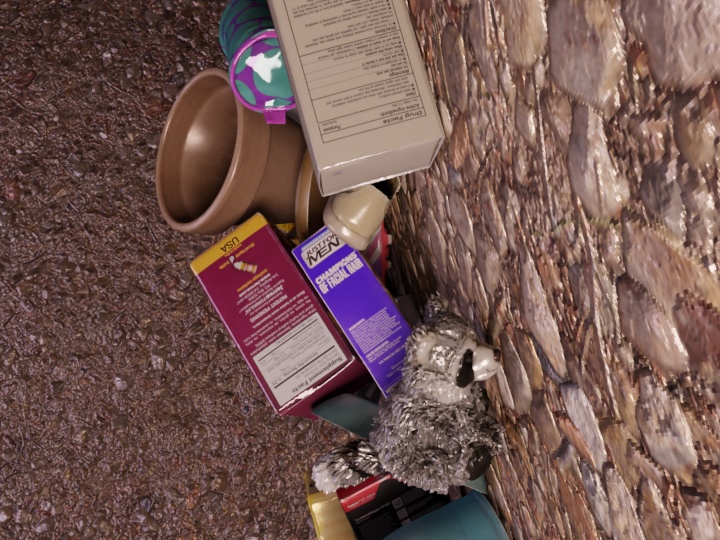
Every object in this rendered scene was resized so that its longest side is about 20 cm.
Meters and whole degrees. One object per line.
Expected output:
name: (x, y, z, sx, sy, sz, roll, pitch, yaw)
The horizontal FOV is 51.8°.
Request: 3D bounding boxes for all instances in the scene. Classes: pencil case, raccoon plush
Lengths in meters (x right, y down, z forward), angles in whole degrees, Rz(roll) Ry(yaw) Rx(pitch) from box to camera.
pencil case: (-0.105, -0.234, 0.798, 0.200, 0.084, 0.093, -113, 25, -58)
raccoon plush: (0.024, 0.109, 0.599, 0.135, 0.199, 0.097, 62, -171, -20)

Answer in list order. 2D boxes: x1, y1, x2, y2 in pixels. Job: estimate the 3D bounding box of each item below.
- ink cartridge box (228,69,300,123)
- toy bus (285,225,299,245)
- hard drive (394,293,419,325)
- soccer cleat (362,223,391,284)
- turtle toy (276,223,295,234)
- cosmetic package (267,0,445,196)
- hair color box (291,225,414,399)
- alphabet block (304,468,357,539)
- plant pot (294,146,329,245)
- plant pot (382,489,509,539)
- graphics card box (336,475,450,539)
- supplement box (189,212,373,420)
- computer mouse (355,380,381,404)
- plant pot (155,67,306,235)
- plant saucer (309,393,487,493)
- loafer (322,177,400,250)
ink cartridge box: (-0.093, -0.231, 1.003, 0.200, 0.144, 0.048, 88, 175, -66)
toy bus: (-0.046, 0.033, 1.033, 0.078, 0.065, 0.202, -63, -36, -62)
hard drive: (0.078, 0.143, 0.928, 0.132, 0.026, 0.201, 92, 162, -72)
soccer cleat: (0.000, 0.000, 0.935, 0.067, 0.076, 0.202, -113, 20, -80)
turtle toy: (-0.046, -0.089, 1.073, 0.146, 0.100, 0.201, -50, -39, -39)
cosmetic package: (-0.012, -0.174, 0.594, 0.087, 0.102, 0.202, 102, 154, -82)
hair color box: (0.015, 0.053, 0.781, 0.201, 0.065, 0.109, 54, -179, 21)
alphabet block: (0.033, 0.390, 1.145, 0.195, 0.198, 0.198, 136, 118, -84)
plant pot: (-0.038, -0.093, 0.908, 0.200, 0.027, 0.202, 9, -90, -74)
plant pot: (0.066, 0.349, 0.744, 0.200, 0.186, 0.202, 163, 90, -83)
graphics card box: (0.064, 0.334, 0.928, 0.201, 0.125, 0.051, 65, 173, -10)
supplement box: (-0.082, 0.055, 0.832, 0.201, 0.103, 0.131, 56, -178, 19)
computer mouse: (-0.035, 0.102, 0.990, 0.046, 0.141, 0.200, 4, 150, 50)
plant pot: (-0.136, -0.131, 0.932, 0.199, 0.174, 0.202, -13, 72, 45)
plant saucer: (0.044, 0.172, 0.769, 0.200, 0.199, 0.036, 108, -173, -80)
loafer: (0.007, -0.093, 0.798, 0.075, 0.068, 0.201, 37, -155, -20)
